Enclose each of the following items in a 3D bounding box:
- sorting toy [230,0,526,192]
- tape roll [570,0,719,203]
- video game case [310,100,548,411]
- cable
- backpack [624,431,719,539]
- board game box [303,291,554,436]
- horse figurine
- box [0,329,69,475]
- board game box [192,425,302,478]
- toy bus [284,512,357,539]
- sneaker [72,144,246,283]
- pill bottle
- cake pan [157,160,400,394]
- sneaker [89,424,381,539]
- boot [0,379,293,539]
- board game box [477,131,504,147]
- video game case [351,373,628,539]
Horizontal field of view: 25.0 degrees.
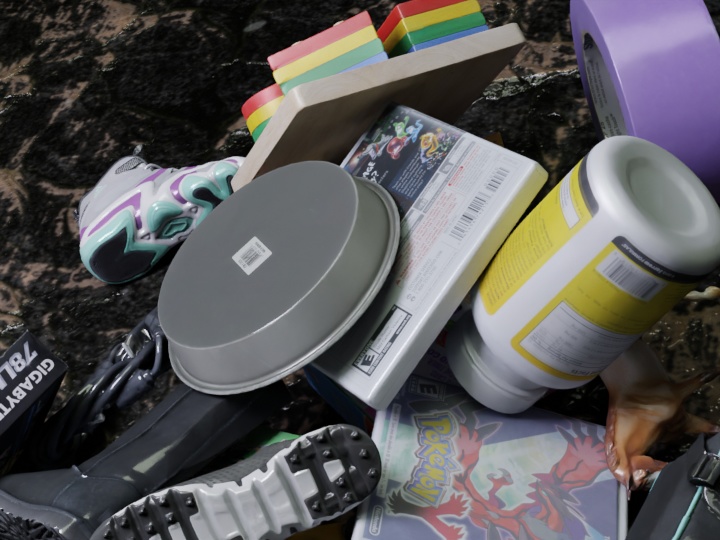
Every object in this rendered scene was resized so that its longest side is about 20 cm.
[{"bbox_3d":[0.000,-0.145,1.299,0.199,0.200,0.070,-19,79,-23],"label":"sorting toy"},{"bbox_3d":[0.240,-0.142,1.323,0.085,0.200,0.200,-17,39,2],"label":"tape roll"},{"bbox_3d":[0.018,-0.017,1.161,0.200,0.023,0.182,-55,39,-4],"label":"video game case"},{"bbox_3d":[-0.188,0.089,1.289,0.163,0.051,0.200,-46,5,9],"label":"cable"},{"bbox_3d":[0.233,0.215,0.932,0.200,0.153,0.176,35,52,2],"label":"backpack"},{"bbox_3d":[0.074,0.061,1.262,0.200,0.040,0.153,-31,41,-15],"label":"board game box"},{"bbox_3d":[0.211,0.061,1.173,0.132,0.050,0.200,-16,64,-9],"label":"horse figurine"},{"bbox_3d":[-0.311,0.156,1.201,0.050,0.200,0.199,41,59,1],"label":"box"},{"bbox_3d":[-0.136,0.158,1.190,0.135,0.029,0.200,-37,21,-26],"label":"board game box"},{"bbox_3d":[-0.027,0.219,1.108,0.200,0.065,0.078,-11,41,8],"label":"toy bus"},{"bbox_3d":[-0.176,-0.080,1.504,0.200,0.078,0.140,-22,40,-6],"label":"sneaker"},{"bbox_3d":[0.145,0.010,1.105,0.200,0.112,0.112,-48,21,38],"label":"pill bottle"},{"bbox_3d":[-0.065,-0.002,1.157,0.200,0.037,0.200,-25,37,21],"label":"cake pan"},{"bbox_3d":[-0.081,0.159,1.067,0.200,0.067,0.091,-23,-5,-4],"label":"sneaker"},{"bbox_3d":[-0.166,0.127,1.162,0.165,0.066,0.200,8,42,47],"label":"boot"},{"bbox_3d":[0.001,-0.063,1.350,0.200,0.040,0.153,-9,10,46],"label":"board game box"},{"bbox_3d":[0.091,0.156,1.093,0.182,0.023,0.200,16,36,-2],"label":"video game case"}]
